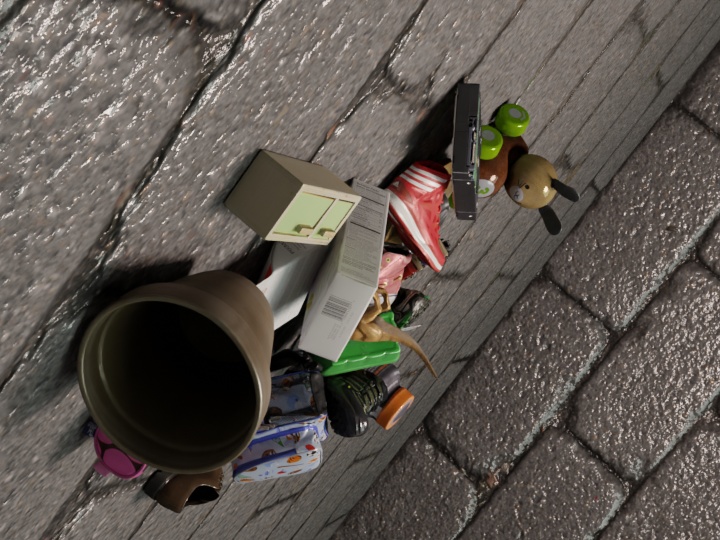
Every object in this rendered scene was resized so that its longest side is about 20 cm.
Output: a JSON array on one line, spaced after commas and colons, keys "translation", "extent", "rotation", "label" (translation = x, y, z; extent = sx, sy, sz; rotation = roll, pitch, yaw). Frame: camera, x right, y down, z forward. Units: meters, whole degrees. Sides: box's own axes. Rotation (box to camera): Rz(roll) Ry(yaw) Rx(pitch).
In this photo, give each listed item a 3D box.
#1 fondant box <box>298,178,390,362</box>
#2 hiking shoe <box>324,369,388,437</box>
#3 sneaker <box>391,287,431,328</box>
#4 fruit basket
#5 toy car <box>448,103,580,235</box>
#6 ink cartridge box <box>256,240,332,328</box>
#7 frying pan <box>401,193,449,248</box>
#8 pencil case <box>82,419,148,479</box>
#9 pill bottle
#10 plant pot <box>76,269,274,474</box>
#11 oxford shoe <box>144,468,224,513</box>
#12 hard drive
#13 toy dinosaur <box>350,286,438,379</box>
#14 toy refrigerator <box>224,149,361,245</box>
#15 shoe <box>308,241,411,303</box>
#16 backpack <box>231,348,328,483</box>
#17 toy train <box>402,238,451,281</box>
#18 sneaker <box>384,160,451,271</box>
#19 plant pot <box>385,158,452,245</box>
[{"translation": [-0.020, -0.002, 1.447], "extent": [0.200, 0.058, 0.145], "rotation": [-80, -166, -50], "label": "fondant box"}, {"translation": [-0.004, 0.181, 1.635], "extent": [0.100, 0.200, 0.076], "rotation": [-8, 110, -12], "label": "hiking shoe"}, {"translation": [0.042, 0.054, 1.793], "extent": [0.078, 0.085, 0.200], "rotation": [-41, -167, -22], "label": "sneaker"}, {"translation": [-0.023, 0.100, 1.662], "extent": [0.185, 0.094, 0.200], "rotation": [-10, -178, -15], "label": "fruit basket"}, {"translation": [0.266, -0.145, 1.848], "extent": [0.158, 0.200, 0.164], "rotation": [-40, 162, -35], "label": "toy car"}, {"translation": [-0.128, 0.031, 1.409], "extent": [0.200, 0.057, 0.163], "rotation": [-30, 155, -45], "label": "ink cartridge box"}, {"translation": [0.085, -0.053, 1.778], "extent": [0.190, 0.031, 0.115], "rotation": [-46, 165, -29], "label": "frying pan"}, {"translation": [-0.243, 0.182, 1.357], "extent": [0.094, 0.091, 0.200], "rotation": [-57, 166, 25], "label": "pencil case"}, {"translation": [-0.009, 0.168, 1.797], "extent": [0.106, 0.200, 0.106], "rotation": [-46, 165, -16], "label": "pill bottle"}, {"translation": [-0.173, 0.083, 1.176], "extent": [0.200, 0.200, 0.174], "rotation": [-58, -179, 27], "label": "plant pot"}, {"translation": [-0.241, 0.320, 1.713], "extent": [0.200, 0.084, 0.073], "rotation": [-32, 156, -55], "label": "oxford shoe"}, {"translation": [0.157, -0.171, 1.634], "extent": [0.200, 0.038, 0.140], "rotation": [69, 25, -73], "label": "hard drive"}, {"translation": [0.019, 0.078, 1.555], "extent": [0.060, 0.199, 0.107], "rotation": [-119, -140, -77], "label": "toy dinosaur"}, {"translation": [-0.070, -0.078, 1.263], "extent": [0.076, 0.070, 0.200], "rotation": [-53, 166, 10], "label": "toy refrigerator"}, {"translation": [0.000, 0.000, 1.652], "extent": [0.200, 0.071, 0.091], "rotation": [1, 117, -54], "label": "shoe"}, {"translation": [-0.140, 0.220, 1.570], "extent": [0.190, 0.155, 0.200], "rotation": [-6, 154, -4], "label": "backpack"}, {"translation": [0.081, -0.005, 1.856], "extent": [0.046, 0.034, 0.200], "rotation": [-24, 174, -43], "label": "toy train"}, {"translation": [0.109, -0.086, 1.658], "extent": [0.116, 0.078, 0.200], "rotation": [-45, 144, -5], "label": "sneaker"}, {"translation": [0.089, -0.103, 1.768], "extent": [0.200, 0.027, 0.200], "rotation": [-46, 164, -17], "label": "plant pot"}]
